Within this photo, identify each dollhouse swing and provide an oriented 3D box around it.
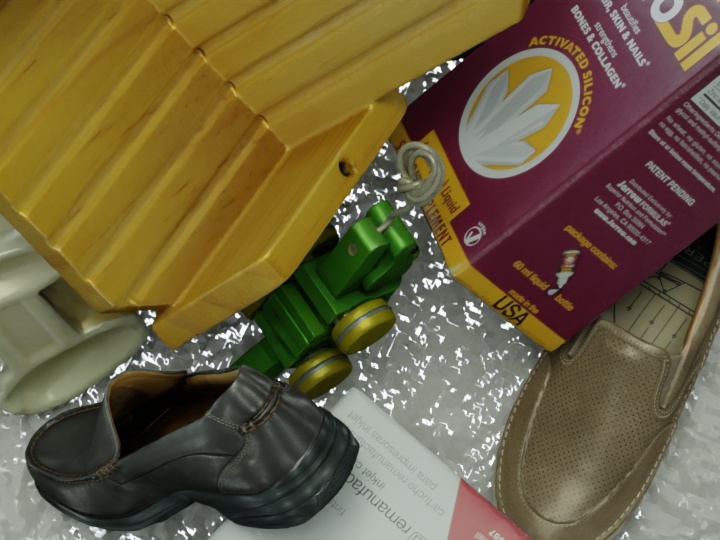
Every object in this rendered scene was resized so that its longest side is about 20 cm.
[{"bbox_3d":[-0.058,-0.102,1.258,0.200,0.176,0.182,48,56,-20],"label":"dollhouse swing"}]

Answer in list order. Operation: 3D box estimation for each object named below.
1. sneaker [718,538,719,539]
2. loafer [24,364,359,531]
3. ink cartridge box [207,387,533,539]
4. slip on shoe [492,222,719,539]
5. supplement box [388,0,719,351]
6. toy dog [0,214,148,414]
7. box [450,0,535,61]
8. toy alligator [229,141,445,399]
[{"bbox_3d":[0.126,0.204,1.323,0.090,0.078,0.200,17,67,21],"label":"sneaker"},{"bbox_3d":[-0.089,0.070,1.341,0.200,0.072,0.073,-8,41,45],"label":"loafer"},{"bbox_3d":[-0.016,0.179,1.338,0.146,0.083,0.200,40,78,16],"label":"ink cartridge box"},{"bbox_3d":[0.123,0.045,1.387,0.076,0.061,0.200,30,75,14],"label":"slip on shoe"},{"bbox_3d":[0.122,-0.074,1.362,0.200,0.086,0.110,-39,44,15],"label":"supplement box"},{"bbox_3d":[-0.157,-0.069,1.404,0.194,0.140,0.200,-34,59,11],"label":"toy dog"},{"bbox_3d":[0.097,-0.162,1.442,0.199,0.100,0.075,-8,70,1],"label":"box"},{"bbox_3d":[0.000,0.000,1.372,0.054,0.200,0.059,-21,70,-44],"label":"toy alligator"}]
